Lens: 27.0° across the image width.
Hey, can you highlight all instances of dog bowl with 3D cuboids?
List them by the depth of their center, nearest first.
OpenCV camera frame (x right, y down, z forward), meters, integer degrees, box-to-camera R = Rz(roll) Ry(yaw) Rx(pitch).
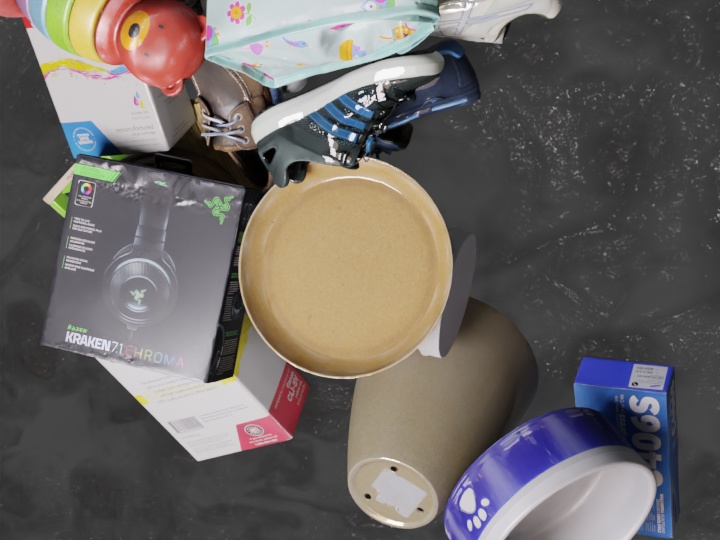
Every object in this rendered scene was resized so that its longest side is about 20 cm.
[{"bbox_3d":[0.183,0.229,1.450,0.079,0.199,0.201,53,146,38],"label":"dog bowl"}]

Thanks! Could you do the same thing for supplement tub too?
[{"bbox_3d":[0.000,0.000,1.446,0.198,0.145,0.146,14,131,14],"label":"supplement tub"}]

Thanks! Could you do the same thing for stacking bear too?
[{"bbox_3d":[-0.217,-0.227,1.296,0.199,0.114,0.122,34,94,22],"label":"stacking bear"}]

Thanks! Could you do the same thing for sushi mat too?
[{"bbox_3d":[-0.136,-0.087,1.529,0.095,0.012,0.201,-7,122,29],"label":"sushi mat"}]

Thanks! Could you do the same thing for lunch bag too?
[{"bbox_3d":[-0.023,-0.257,1.228,0.199,0.172,0.122,-11,165,31],"label":"lunch bag"}]

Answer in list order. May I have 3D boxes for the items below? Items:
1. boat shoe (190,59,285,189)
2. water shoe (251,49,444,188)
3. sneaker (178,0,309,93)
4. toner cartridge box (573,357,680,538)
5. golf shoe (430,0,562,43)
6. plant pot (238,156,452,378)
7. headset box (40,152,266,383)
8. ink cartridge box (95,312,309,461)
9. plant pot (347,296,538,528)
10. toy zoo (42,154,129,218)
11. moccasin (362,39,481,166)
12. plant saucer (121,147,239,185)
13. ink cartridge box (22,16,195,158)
[{"bbox_3d":[-0.109,-0.144,1.380,0.072,0.073,0.200,6,155,29],"label":"boat shoe"},{"bbox_3d":[-0.003,-0.131,1.312,0.199,0.071,0.079,-19,93,33],"label":"water shoe"},{"bbox_3d":[-0.123,-0.233,1.365,0.076,0.081,0.200,-27,113,36],"label":"sneaker"},{"bbox_3d":[0.274,0.183,1.533,0.094,0.043,0.201,5,128,22],"label":"toner cartridge box"},{"bbox_3d":[0.081,-0.219,1.290,0.199,0.079,0.097,-14,132,39],"label":"golf shoe"},{"bbox_3d":[-0.012,-0.003,1.361,0.198,0.027,0.202,-1,85,13],"label":"plant pot"},{"bbox_3d":[-0.194,-0.010,1.443,0.173,0.093,0.202,13,92,10],"label":"headset box"},{"bbox_3d":[-0.173,0.104,1.629,0.144,0.084,0.200,-15,128,35],"label":"ink cartridge box"},{"bbox_3d":[0.064,0.153,1.501,0.186,0.200,0.188,12,129,15],"label":"plant pot"},{"bbox_3d":[-0.231,-0.043,1.593,0.200,0.021,0.131,42,137,-11],"label":"toy zoo"},{"bbox_3d":[0.021,-0.135,1.373,0.199,0.081,0.068,-26,105,38],"label":"moccasin"},{"bbox_3d":[-0.199,-0.023,1.505,0.198,0.029,0.202,0,90,11],"label":"plant saucer"},{"bbox_3d":[-0.246,-0.214,1.437,0.115,0.067,0.201,-3,120,26],"label":"ink cartridge box"}]
